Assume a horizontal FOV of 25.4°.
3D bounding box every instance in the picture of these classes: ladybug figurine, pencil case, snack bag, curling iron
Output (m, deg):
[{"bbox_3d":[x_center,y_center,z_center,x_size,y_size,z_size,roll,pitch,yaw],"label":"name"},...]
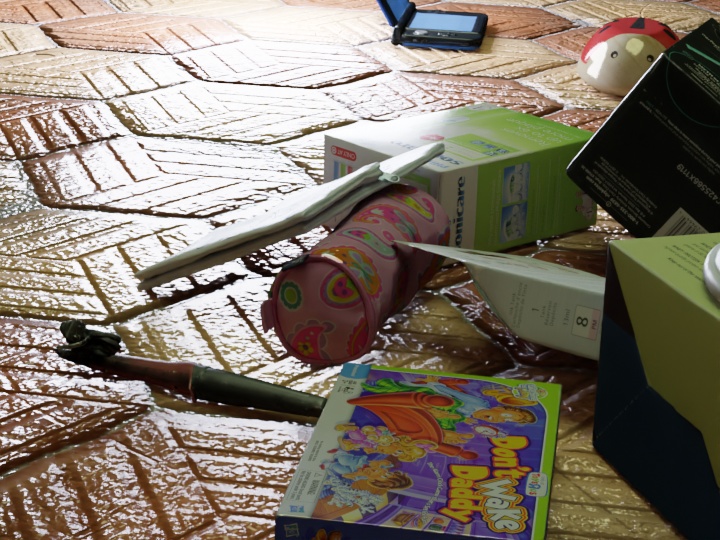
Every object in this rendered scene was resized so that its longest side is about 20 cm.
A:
[{"bbox_3d":[0.331,-0.261,1.922,0.135,0.072,0.200,5,20,8],"label":"ladybug figurine"},{"bbox_3d":[0.000,0.000,1.137,0.087,0.088,0.200,9,22,18],"label":"pencil case"},{"bbox_3d":[-0.049,-0.046,1.205,0.188,0.021,0.200,-19,9,42],"label":"snack bag"},{"bbox_3d":[-0.111,0.068,1.010,0.199,0.026,0.050,15,-14,22],"label":"curling iron"}]

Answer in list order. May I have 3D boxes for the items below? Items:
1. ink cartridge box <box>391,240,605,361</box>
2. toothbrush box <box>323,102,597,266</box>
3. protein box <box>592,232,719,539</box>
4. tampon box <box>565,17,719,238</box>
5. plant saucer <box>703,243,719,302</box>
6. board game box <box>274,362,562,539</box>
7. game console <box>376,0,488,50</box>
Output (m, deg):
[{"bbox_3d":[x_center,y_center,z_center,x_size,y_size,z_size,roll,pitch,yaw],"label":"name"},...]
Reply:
[{"bbox_3d":[0.140,0.025,1.086,0.200,0.057,0.162,10,2,43],"label":"ink cartridge box"},{"bbox_3d":[0.087,-0.077,1.361,0.200,0.086,0.145,-16,26,-38],"label":"toothbrush box"},{"bbox_3d":[0.265,0.069,0.895,0.199,0.135,0.199,-4,20,-17],"label":"protein box"},{"bbox_3d":[0.283,-0.099,1.300,0.150,0.126,0.200,43,28,7],"label":"tampon box"},{"bbox_3d":[0.283,-0.008,0.836,0.199,0.050,0.200,2,20,-1],"label":"plant saucer"},{"bbox_3d":[0.038,0.114,0.876,0.134,0.045,0.200,5,20,8],"label":"board game box"},{"bbox_3d":[0.086,-0.376,2.149,0.170,0.119,0.200,4,20,6],"label":"game console"}]
